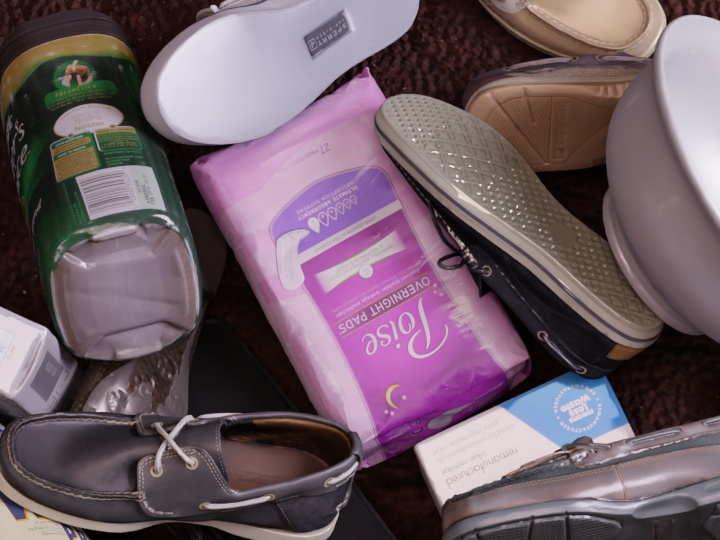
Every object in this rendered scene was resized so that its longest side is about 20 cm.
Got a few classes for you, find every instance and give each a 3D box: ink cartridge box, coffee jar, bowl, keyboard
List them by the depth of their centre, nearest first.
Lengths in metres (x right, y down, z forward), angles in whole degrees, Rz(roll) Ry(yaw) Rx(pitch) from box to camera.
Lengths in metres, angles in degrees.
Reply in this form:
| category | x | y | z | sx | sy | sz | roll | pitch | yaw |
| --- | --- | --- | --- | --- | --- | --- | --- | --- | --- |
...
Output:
| category | x | y | z | sx | sy | sz | roll | pitch | yaw |
| --- | --- | --- | --- | --- | --- | --- | --- | --- | --- |
| bowl | 0.193 | -0.028 | 1.399 | 0.090 | 0.201 | 0.202 | -35 | 76 | 32 |
| ink cartridge box | 0.122 | 0.166 | 1.444 | 0.116 | 0.067 | 0.201 | -25 | 78 | -2 |
| coffee jar | -0.148 | -0.052 | 1.451 | 0.085 | 0.105 | 0.201 | -13 | 44 | -7 |
| ink cartridge box | -0.253 | 0.026 | 1.454 | 0.199 | 0.160 | 0.048 | 24 | 80 | 9 |
| keyboard | -0.068 | 0.122 | 1.471 | 0.104 | 0.040 | 0.200 | -29 | 60 | -19 |

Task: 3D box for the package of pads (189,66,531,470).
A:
| category | x | y | z | sx | sy | sz | roll | pitch | yaw |
| --- | --- | --- | --- | --- | --- | --- | --- | --- | --- |
| package of pads | 0.000 | 0.000 | 1.482 | 0.120 | 0.076 | 0.201 | -28 | 79 | -2 |

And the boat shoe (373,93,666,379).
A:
| category | x | y | z | sx | sy | sz | roll | pitch | yaw |
| --- | --- | --- | --- | --- | --- | --- | --- | --- | --- |
| boat shoe | 0.078 | -0.018 | 1.427 | 0.200 | 0.075 | 0.062 | 43 | 130 | 11 |

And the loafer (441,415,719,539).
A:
| category | x | y | z | sx | sy | sz | roll | pitch | yaw |
| --- | --- | --- | --- | --- | --- | --- | --- | --- | --- |
| loafer | 0.136 | 0.115 | 1.394 | 0.199 | 0.072 | 0.063 | -7 | 58 | -7 |

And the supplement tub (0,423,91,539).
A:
| category | x | y | z | sx | sy | sz | roll | pitch | yaw |
| --- | --- | --- | --- | --- | --- | --- | --- | --- | --- |
| supplement tub | -0.221 | 0.164 | 1.410 | 0.145 | 0.145 | 0.200 | -40 | 56 | -4 |

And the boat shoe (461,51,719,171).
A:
| category | x | y | z | sx | sy | sz | roll | pitch | yaw |
| --- | --- | --- | --- | --- | --- | --- | --- | --- | --- |
| boat shoe | 0.154 | -0.092 | 1.492 | 0.198 | 0.065 | 0.072 | -1 | 123 | -7 |

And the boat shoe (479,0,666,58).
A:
| category | x | y | z | sx | sy | sz | roll | pitch | yaw |
| --- | --- | --- | --- | --- | --- | --- | --- | --- | --- |
| boat shoe | 0.089 | -0.187 | 1.516 | 0.200 | 0.065 | 0.072 | 38 | 84 | 10 |

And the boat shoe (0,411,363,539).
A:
| category | x | y | z | sx | sy | sz | roll | pitch | yaw |
| --- | --- | --- | --- | --- | --- | --- | --- | --- | --- |
| boat shoe | -0.096 | 0.098 | 1.388 | 0.199 | 0.068 | 0.072 | 8 | 51 | -20 |

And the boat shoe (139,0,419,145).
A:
| category | x | y | z | sx | sy | sz | roll | pitch | yaw |
| --- | --- | --- | --- | --- | --- | --- | --- | --- | --- |
| boat shoe | -0.062 | -0.127 | 1.483 | 0.202 | 0.086 | 0.075 | -36 | 112 | -36 |

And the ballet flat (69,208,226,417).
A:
| category | x | y | z | sx | sy | sz | roll | pitch | yaw |
| --- | --- | --- | --- | --- | --- | --- | --- | --- | --- |
| ballet flat | -0.126 | 0.053 | 1.470 | 0.067 | 0.046 | 0.201 | 35 | 55 | -29 |
